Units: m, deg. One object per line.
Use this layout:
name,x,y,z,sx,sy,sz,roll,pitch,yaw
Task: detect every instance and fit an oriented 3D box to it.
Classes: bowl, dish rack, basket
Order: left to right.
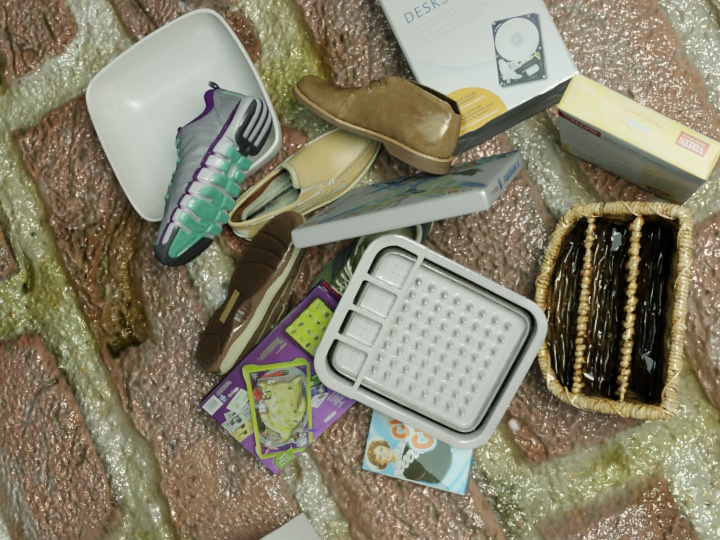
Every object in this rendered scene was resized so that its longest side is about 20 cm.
bowl,-0.194,-0.173,1.044,0.199,0.075,0.201,-29,81,11
dish rack,0.069,0.070,0.916,0.198,0.044,0.173,26,102,-3
basket,0.240,0.035,0.892,0.141,0.149,0.203,6,89,13

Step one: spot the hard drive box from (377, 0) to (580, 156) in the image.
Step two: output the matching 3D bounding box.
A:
hard drive box,0.121,-0.251,0.973,0.155,0.077,0.202,-27,81,10

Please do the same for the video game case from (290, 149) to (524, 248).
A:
video game case,0.052,-0.074,0.911,0.198,0.182,0.022,-10,104,23

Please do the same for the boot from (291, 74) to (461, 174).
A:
boot,0.018,-0.174,0.945,0.199,0.073,0.076,27,116,22

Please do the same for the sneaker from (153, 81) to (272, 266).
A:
sneaker,-0.174,-0.103,0.971,0.087,0.074,0.201,27,83,26

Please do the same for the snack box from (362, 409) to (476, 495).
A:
snack box,0.078,0.127,0.981,0.115,0.037,0.203,11,89,15

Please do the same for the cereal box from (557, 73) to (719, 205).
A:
cereal box,0.260,-0.119,0.869,0.143,0.200,0.040,29,94,13

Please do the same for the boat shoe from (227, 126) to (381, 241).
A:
boat shoe,-0.062,-0.101,1.007,0.199,0.076,0.072,-40,76,6

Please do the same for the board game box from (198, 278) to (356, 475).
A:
board game box,-0.067,0.118,0.980,0.120,0.032,0.200,45,108,-5

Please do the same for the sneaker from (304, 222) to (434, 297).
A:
sneaker,0.000,0.000,0.976,0.067,0.090,0.200,44,97,2

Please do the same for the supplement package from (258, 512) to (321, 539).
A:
supplement package,-0.112,0.388,0.953,0.200,0.151,0.152,-40,78,8

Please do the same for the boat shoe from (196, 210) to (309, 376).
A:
boat shoe,-0.105,0.029,1.016,0.203,0.074,0.075,-56,44,12
